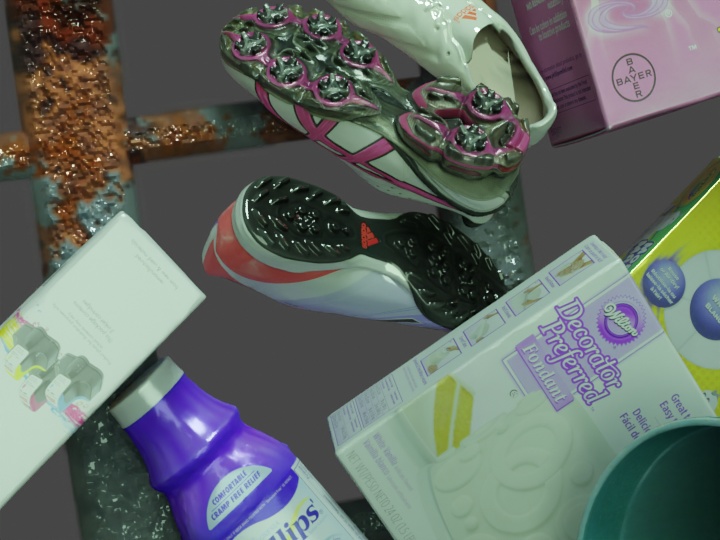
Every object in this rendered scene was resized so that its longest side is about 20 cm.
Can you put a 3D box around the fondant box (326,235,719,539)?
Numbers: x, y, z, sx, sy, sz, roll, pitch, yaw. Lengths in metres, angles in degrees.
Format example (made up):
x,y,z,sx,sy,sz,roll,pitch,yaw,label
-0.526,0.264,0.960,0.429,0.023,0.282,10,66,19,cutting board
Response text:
x,y,z,sx,sy,sz,roll,pitch,yaw,label
0.100,0.098,0.897,0.199,0.058,0.145,-35,106,2,fondant box

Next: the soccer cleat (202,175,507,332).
x,y,z,sx,sy,sz,roll,pitch,yaw,label
0.000,0.000,0.914,0.198,0.073,0.069,17,58,-30,soccer cleat

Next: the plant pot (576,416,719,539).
x,y,z,sx,sy,sz,roll,pitch,yaw,label
0.252,0.173,0.830,0.186,0.199,0.203,-3,89,-40,plant pot

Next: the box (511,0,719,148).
x,y,z,sx,sy,sz,roll,pitch,yaw,label
0.185,-0.201,0.943,0.174,0.097,0.203,-17,92,-14,box

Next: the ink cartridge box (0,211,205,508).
x,y,z,sx,sy,sz,roll,pitch,yaw,label
-0.183,0.063,0.832,0.068,0.115,0.200,46,79,-8,ink cartridge box

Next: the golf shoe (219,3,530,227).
x,y,z,sx,sy,sz,roll,pitch,yaw,label
0.000,-0.086,0.903,0.198,0.093,0.073,28,54,10,golf shoe

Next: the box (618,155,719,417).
x,y,z,sx,sy,sz,roll,pitch,yaw,label
0.225,0.017,0.972,0.200,0.048,0.117,-45,100,-13,box

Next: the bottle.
x,y,z,sx,sy,sz,roll,pitch,yaw,label
-0.065,0.140,0.885,0.083,0.065,0.201,-41,98,-11,bottle

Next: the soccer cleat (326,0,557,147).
x,y,z,sx,sy,sz,roll,pitch,yaw,label
0.045,-0.154,0.916,0.200,0.078,0.069,43,79,-9,soccer cleat
